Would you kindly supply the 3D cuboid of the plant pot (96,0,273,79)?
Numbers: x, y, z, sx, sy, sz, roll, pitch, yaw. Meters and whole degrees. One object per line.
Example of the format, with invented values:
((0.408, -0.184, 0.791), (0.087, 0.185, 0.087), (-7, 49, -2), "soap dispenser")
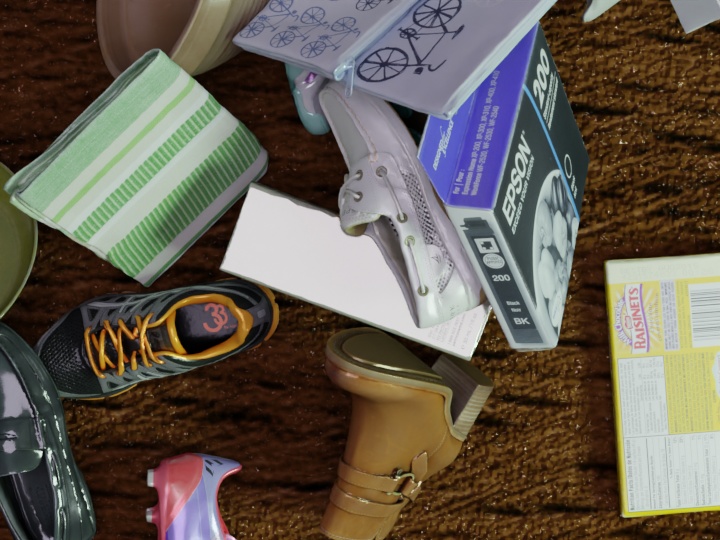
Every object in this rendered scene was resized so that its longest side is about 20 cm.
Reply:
((-0.114, -0.227, 1.524), (0.093, 0.201, 0.201), (9, 93, -31), "plant pot")

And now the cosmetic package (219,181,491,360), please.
((0.000, 0.000, 1.557), (0.200, 0.104, 0.073), (21, 91, -2), "cosmetic package")

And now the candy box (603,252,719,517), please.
((0.246, 0.088, 1.596), (0.102, 0.026, 0.200), (-4, 92, 3), "candy box")

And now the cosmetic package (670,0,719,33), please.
((0.246, -0.289, 1.551), (0.082, 0.051, 0.200), (-27, 93, -34), "cosmetic package")

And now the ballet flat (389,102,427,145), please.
((0.045, -0.131, 1.541), (0.200, 0.068, 0.072), (49, 66, -32), "ballet flat")

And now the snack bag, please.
((0.038, -0.191, 1.445), (0.200, 0.021, 0.189), (24, 59, 35), "snack bag")

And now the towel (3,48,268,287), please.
((-0.157, -0.072, 1.515), (0.153, 0.200, 0.023), (-43, 60, 4), "towel")

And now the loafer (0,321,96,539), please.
((-0.258, 0.134, 1.559), (0.068, 0.070, 0.201), (-13, 106, 21), "loafer")

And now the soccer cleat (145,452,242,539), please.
((-0.128, 0.241, 1.589), (0.076, 0.067, 0.200), (-1, 90, -4), "soccer cleat")

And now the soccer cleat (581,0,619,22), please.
((0.128, -0.275, 1.563), (0.200, 0.069, 0.078), (41, 95, -4), "soccer cleat")

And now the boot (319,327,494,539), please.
((0.006, 0.127, 1.528), (0.077, 0.200, 0.155), (39, 101, 27), "boot")

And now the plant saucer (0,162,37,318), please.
((-0.340, -0.008, 1.555), (0.200, 0.031, 0.200), (-2, 59, 4), "plant saucer")

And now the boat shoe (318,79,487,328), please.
((0.016, -0.051, 1.476), (0.069, 0.071, 0.200), (-28, 79, -15), "boat shoe")

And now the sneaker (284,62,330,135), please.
((0.010, -0.206, 1.560), (0.140, 0.078, 0.200), (-3, 93, 1), "sneaker")

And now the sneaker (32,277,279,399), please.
((-0.163, 0.050, 1.573), (0.200, 0.077, 0.078), (-18, 94, 3), "sneaker")

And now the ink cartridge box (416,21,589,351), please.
((0.108, -0.080, 1.469), (0.043, 0.198, 0.200), (-7, 135, 24), "ink cartridge box")
